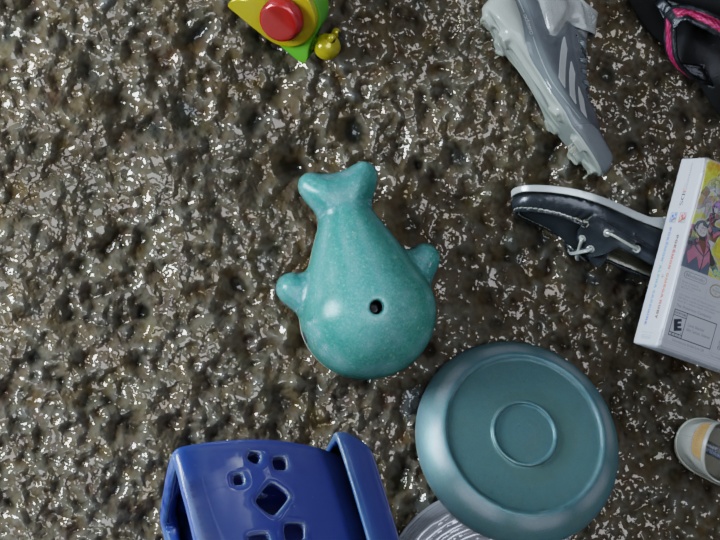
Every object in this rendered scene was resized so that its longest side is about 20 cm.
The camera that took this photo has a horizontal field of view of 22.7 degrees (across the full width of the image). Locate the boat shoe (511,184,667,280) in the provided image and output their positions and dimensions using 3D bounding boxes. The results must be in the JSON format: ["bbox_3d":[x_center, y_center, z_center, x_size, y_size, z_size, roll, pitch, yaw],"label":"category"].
[{"bbox_3d":[0.234,-0.031,1.705,0.198,0.076,0.061,15,79,-7],"label":"boat shoe"}]

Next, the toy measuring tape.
[{"bbox_3d":[-0.094,-0.270,1.669,0.200,0.074,0.074,39,82,-6],"label":"toy measuring tape"}]

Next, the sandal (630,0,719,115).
[{"bbox_3d":[0.331,-0.214,1.724,0.075,0.045,0.200,-36,95,30],"label":"sandal"}]

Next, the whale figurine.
[{"bbox_3d":[0.000,0.000,1.654,0.158,0.104,0.202,-11,88,-8],"label":"whale figurine"}]

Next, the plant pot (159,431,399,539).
[{"bbox_3d":[-0.063,0.258,1.569,0.178,0.200,0.201,-11,68,-15],"label":"plant pot"}]

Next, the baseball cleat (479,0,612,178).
[{"bbox_3d":[0.201,-0.192,1.712,0.106,0.070,0.201,-35,93,-8],"label":"baseball cleat"}]

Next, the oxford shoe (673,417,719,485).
[{"bbox_3d":[0.397,0.195,1.726,0.199,0.058,0.076,22,82,-8],"label":"oxford shoe"}]

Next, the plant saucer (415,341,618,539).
[{"bbox_3d":[0.150,0.155,1.671,0.198,0.027,0.202,5,65,-11],"label":"plant saucer"}]

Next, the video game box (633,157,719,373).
[{"bbox_3d":[0.366,0.009,1.706,0.199,0.047,0.184,19,86,-28],"label":"video game box"}]

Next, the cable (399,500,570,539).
[{"bbox_3d":[0.117,0.305,1.672,0.200,0.069,0.200,-45,93,-8],"label":"cable"}]
